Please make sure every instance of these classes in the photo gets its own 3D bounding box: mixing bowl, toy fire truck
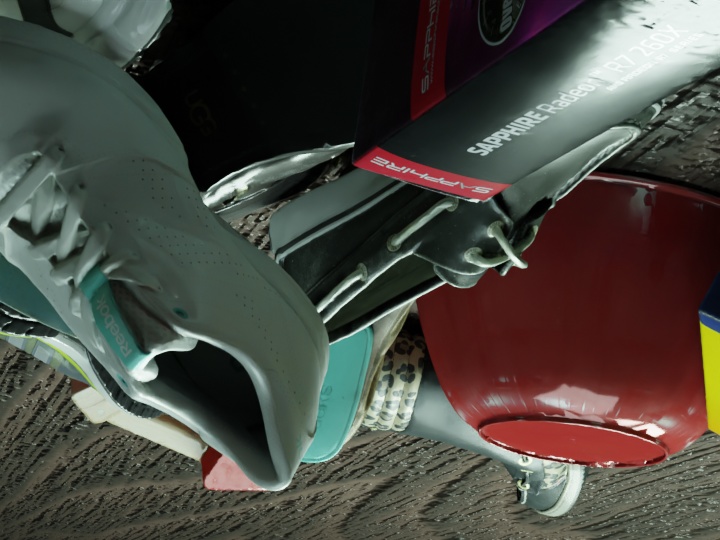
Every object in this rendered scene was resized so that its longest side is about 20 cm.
[{"bbox_3d":[0.111,0.035,0.964,0.198,0.109,0.200,9,164,2],"label":"mixing bowl"},{"bbox_3d":[-0.122,0.048,1.099,0.198,0.049,0.142,13,127,-18],"label":"toy fire truck"}]

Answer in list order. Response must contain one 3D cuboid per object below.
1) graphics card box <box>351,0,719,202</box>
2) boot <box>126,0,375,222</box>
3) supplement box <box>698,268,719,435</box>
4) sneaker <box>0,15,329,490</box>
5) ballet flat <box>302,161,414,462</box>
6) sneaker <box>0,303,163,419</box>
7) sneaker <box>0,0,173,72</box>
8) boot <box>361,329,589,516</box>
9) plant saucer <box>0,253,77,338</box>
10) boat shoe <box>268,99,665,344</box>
[{"bbox_3d":[0.062,-0.104,0.497,0.050,0.127,0.200,15,163,-20],"label":"graphics card box"},{"bbox_3d":[-0.031,-0.063,0.779,0.198,0.070,0.174,-22,176,10],"label":"boot"},{"bbox_3d":[0.219,0.026,0.823,0.109,0.109,0.200,29,170,19],"label":"supplement box"},{"bbox_3d":[-0.083,-0.003,0.658,0.075,0.089,0.200,-39,113,21],"label":"sneaker"},{"bbox_3d":[0.000,0.000,0.924,0.067,0.073,0.201,13,123,-11],"label":"ballet flat"},{"bbox_3d":[-0.157,0.014,0.994,0.081,0.074,0.200,18,164,40],"label":"sneaker"},{"bbox_3d":[-0.134,-0.102,0.726,0.080,0.074,0.200,31,151,-21],"label":"sneaker"},{"bbox_3d":[0.076,0.095,1.245,0.152,0.074,0.204,10,157,1],"label":"boot"},{"bbox_3d":[-0.162,-0.036,0.843,0.199,0.028,0.200,36,-171,-7],"label":"plant saucer"},{"bbox_3d":[0.047,-0.025,0.800,0.199,0.064,0.070,-28,156,35],"label":"boat shoe"}]
